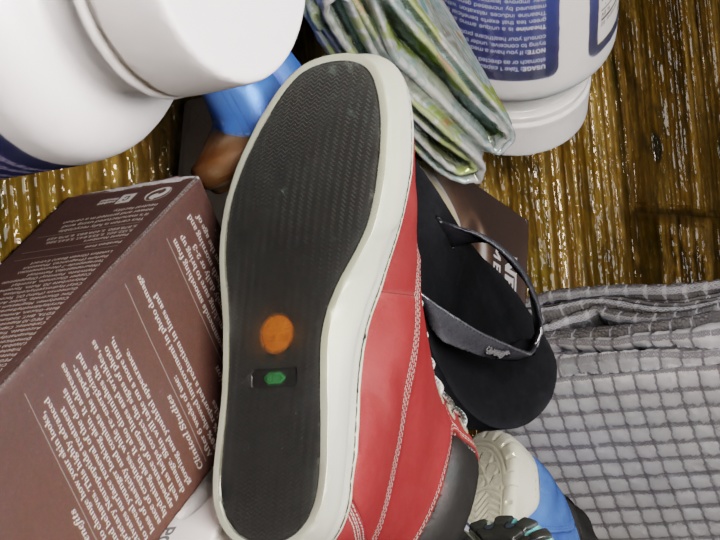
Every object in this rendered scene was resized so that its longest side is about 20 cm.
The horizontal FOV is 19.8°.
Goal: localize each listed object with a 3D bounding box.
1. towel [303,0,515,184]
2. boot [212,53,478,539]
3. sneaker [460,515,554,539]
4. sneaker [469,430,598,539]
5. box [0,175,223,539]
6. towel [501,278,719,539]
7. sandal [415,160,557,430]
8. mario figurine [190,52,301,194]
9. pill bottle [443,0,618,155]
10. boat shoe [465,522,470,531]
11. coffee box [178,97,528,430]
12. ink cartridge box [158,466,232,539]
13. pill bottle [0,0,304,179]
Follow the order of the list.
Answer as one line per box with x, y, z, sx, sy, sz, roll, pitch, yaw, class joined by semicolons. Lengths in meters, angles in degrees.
-0.009;-0.148;0.961;0.171;0.048;0.200;45;16;-49;towel
0.008;0.021;0.841;0.144;0.072;0.201;20;75;-57;boot
0.061;0.207;0.883;0.086;0.077;0.200;63;35;-39;sneaker
0.083;0.194;1.081;0.111;0.077;0.201;41;43;-36;sneaker
-0.114;0.057;0.788;0.200;0.075;0.100;-54;129;-52;box
0.176;0.085;1.143;0.166;0.199;0.086;64;35;-30;towel
0.043;0.009;0.932;0.200;0.043;0.076;49;46;-43;sandal
-0.098;-0.128;0.851;0.106;0.123;0.201;-32;103;-16;mario figurine
0.081;-0.161;1.083;0.201;0.110;0.111;86;20;-46;pill bottle
-0.006;0.095;0.981;0.200;0.072;0.062;49;19;-48;boat shoe
0.000;0.000;0.983;0.200;0.080;0.114;29;58;-53;coffee box
-0.042;0.167;0.871;0.201;0.084;0.145;66;33;-27;ink cartridge box
-0.124;-0.089;0.677;0.120;0.199;0.120;18;68;-57;pill bottle
